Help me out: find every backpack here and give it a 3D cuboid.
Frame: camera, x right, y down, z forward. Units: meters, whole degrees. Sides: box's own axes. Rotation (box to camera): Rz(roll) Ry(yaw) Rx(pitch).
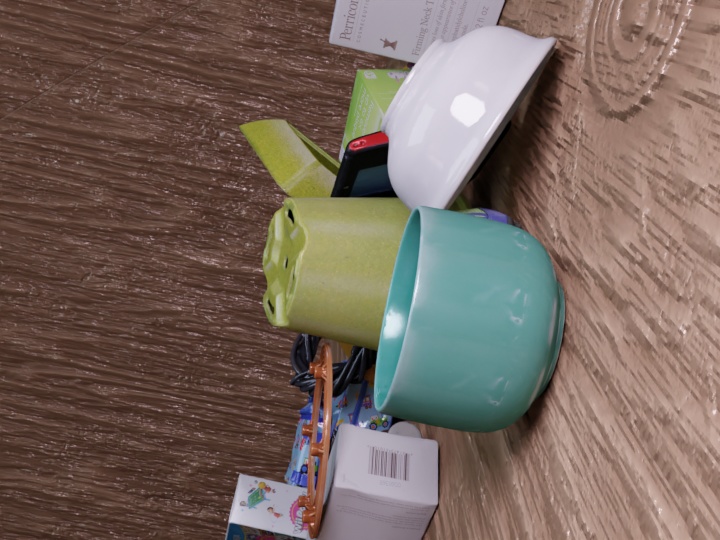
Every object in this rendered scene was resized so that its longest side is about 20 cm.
[{"bbox_3d":[-0.015,0.207,1.360,0.183,0.133,0.203,157,127,-83],"label":"backpack"}]

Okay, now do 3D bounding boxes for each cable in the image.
[{"bbox_3d":[-0.021,0.082,1.253,0.201,0.050,0.164,-50,36,23],"label":"cable"}]

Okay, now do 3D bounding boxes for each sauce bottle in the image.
[{"bbox_3d":[0.032,0.222,1.172,0.200,0.064,0.066,115,166,-65],"label":"sauce bottle"}]

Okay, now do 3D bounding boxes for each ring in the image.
[{"bbox_3d":[-0.049,0.177,1.065,0.200,0.019,0.204,-175,90,-83],"label":"ring"}]

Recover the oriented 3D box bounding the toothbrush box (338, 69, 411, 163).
[{"bbox_3d":[0.050,-0.144,1.304,0.147,0.085,0.201,105,151,-41],"label":"toothbrush box"}]

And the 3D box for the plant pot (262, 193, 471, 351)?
[{"bbox_3d":[0.000,0.000,1.055,0.200,0.182,0.204,-173,90,-69],"label":"plant pot"}]

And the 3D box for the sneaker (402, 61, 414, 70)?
[{"bbox_3d":[0.096,-0.242,1.360,0.200,0.089,0.076,-99,21,-77],"label":"sneaker"}]

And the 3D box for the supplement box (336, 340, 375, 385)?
[{"bbox_3d":[0.011,0.084,1.315,0.067,0.069,0.200,-50,26,6],"label":"supplement box"}]

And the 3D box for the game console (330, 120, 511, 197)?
[{"bbox_3d":[0.057,-0.111,1.065,0.200,0.175,0.031,116,134,-72],"label":"game console"}]

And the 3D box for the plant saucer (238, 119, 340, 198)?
[{"bbox_3d":[-0.039,-0.104,1.233,0.048,0.199,0.200,-48,35,9],"label":"plant saucer"}]

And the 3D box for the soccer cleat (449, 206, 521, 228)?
[{"bbox_3d":[0.083,0.020,0.918,0.202,0.082,0.065,106,173,-45],"label":"soccer cleat"}]

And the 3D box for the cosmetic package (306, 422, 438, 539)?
[{"bbox_3d":[0.008,0.262,1.079,0.082,0.111,0.201,-85,10,-45],"label":"cosmetic package"}]

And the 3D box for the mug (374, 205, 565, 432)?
[{"bbox_3d":[0.080,0.034,0.747,0.185,0.113,0.154,-92,14,-73],"label":"mug"}]

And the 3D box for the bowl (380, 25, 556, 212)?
[{"bbox_3d":[0.080,-0.138,0.886,0.202,0.090,0.201,-55,-4,-6],"label":"bowl"}]

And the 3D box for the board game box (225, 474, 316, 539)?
[{"bbox_3d":[-0.065,0.319,1.258,0.148,0.197,0.065,110,172,-63],"label":"board game box"}]

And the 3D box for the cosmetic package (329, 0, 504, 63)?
[{"bbox_3d":[0.077,-0.375,1.261,0.168,0.197,0.168,107,173,-51],"label":"cosmetic package"}]
